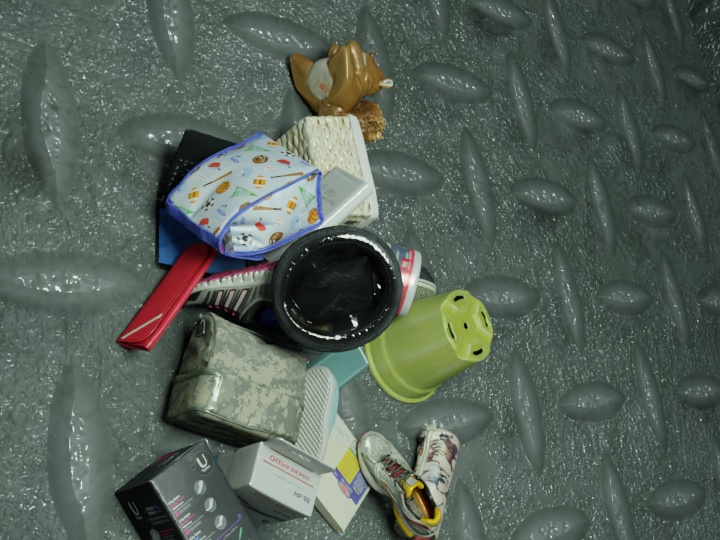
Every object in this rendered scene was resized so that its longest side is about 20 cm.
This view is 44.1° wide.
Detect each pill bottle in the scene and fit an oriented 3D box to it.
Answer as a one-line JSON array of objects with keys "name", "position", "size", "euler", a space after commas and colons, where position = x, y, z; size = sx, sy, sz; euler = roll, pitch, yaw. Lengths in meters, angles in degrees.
[{"name": "pill bottle", "position": [0.000, 0.000, 1.573], "size": [0.196, 0.120, 0.122], "euler": [15, 59, -4]}]

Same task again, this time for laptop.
[{"name": "laptop", "position": [-0.233, -0.100, 1.454], "size": [0.175, 0.202, 0.104], "euler": [12, 27, -38]}]

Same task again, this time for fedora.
[{"name": "fedora", "position": [-0.038, 0.024, 1.332], "size": [0.196, 0.092, 0.206], "euler": [-1, 95, -9]}]

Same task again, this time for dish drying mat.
[{"name": "dish drying mat", "position": [-0.290, 0.036, 1.353], "size": [0.018, 0.076, 0.202], "euler": [55, 51, -36]}]

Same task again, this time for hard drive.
[{"name": "hard drive", "position": [-0.083, -0.085, 1.456], "size": [0.200, 0.132, 0.026], "euler": [-43, 121, -7]}]

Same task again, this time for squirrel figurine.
[{"name": "squirrel figurine", "position": [-0.019, -0.348, 1.756], "size": [0.185, 0.139, 0.205], "euler": [-17, 98, -54]}]

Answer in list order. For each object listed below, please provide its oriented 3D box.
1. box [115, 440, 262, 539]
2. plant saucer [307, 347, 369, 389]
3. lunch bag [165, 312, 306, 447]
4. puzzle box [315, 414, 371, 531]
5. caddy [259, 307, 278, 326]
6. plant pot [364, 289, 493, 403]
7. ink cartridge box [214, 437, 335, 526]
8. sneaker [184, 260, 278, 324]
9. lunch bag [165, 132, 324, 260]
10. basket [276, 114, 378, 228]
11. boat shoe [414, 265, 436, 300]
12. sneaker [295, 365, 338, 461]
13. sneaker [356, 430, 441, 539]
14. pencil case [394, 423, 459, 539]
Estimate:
[{"name": "box", "position": [-0.233, 0.360, 1.247], "size": [0.106, 0.121, 0.203], "euler": [-33, 96, -44]}, {"name": "plant saucer", "position": [-0.057, 0.182, 1.554], "size": [0.199, 0.019, 0.071], "euler": [-32, 95, -45]}, {"name": "lunch bag", "position": [-0.180, 0.171, 1.361], "size": [0.198, 0.138, 0.171], "euler": [25, 62, -30]}, {"name": "puzzle box", "position": [-0.058, 0.313, 1.478], "size": [0.202, 0.025, 0.133], "euler": [56, 46, -16]}, {"name": "caddy", "position": [-0.089, 0.047, 1.467], "size": [0.139, 0.198, 0.107], "euler": [19, 77, -33]}, {"name": "plant pot", "position": [0.137, 0.126, 1.635], "size": [0.198, 0.183, 0.205], "euler": [18, 61, -36]}, {"name": "ink cartridge box", "position": [-0.140, 0.312, 1.296], "size": [0.115, 0.199, 0.068], "euler": [34, 54, -25]}, {"name": "sneaker", "position": [-0.192, 0.046, 1.380], "size": [0.074, 0.196, 0.089], "euler": [-38, 116, -69]}, {"name": "lunch bag", "position": [-0.180, -0.104, 1.374], "size": [0.198, 0.169, 0.126], "euler": [-29, 132, -31]}, {"name": "basket", "position": [-0.066, -0.169, 1.616], "size": [0.121, 0.135, 0.204], "euler": [-2, 74, -37]}, {"name": "boat shoe", "position": [0.060, 0.001, 1.697], "size": [0.197, 0.075, 0.063], "euler": [20, 48, -29]}, {"name": "sneaker", "position": [-0.072, 0.259, 1.418], "size": [0.082, 0.073, 0.204], "euler": [46, 59, -64]}, {"name": "sneaker", "position": [0.070, 0.350, 1.486], "size": [0.077, 0.083, 0.201], "euler": [-31, 74, -31]}, {"name": "pencil case", "position": [0.120, 0.380, 1.584], "size": [0.090, 0.076, 0.203], "euler": [58, 41, -42]}]
